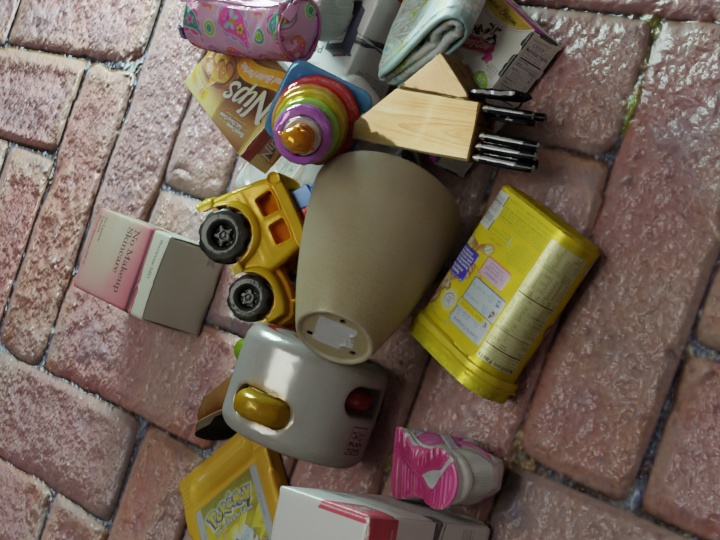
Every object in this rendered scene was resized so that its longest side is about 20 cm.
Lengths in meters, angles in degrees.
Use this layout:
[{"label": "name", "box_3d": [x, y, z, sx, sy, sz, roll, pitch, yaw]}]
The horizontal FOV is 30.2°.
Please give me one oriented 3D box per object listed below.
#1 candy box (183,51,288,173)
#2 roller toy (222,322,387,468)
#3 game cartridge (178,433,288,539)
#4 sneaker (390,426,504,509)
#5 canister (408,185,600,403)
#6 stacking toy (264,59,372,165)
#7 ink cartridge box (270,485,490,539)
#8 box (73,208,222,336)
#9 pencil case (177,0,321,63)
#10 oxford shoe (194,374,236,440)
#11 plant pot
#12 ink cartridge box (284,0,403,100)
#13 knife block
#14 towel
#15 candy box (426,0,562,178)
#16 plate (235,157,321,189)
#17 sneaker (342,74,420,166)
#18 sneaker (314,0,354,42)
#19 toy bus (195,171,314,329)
[{"label": "candy box", "box_3d": [-0.142, -0.229, 1.726, 0.116, 0.055, 0.200, -48, 46, 10]}, {"label": "roller toy", "box_3d": [-0.068, 0.155, 1.593, 0.200, 0.181, 0.141, -155, 84, -77]}, {"label": "game cartridge", "box_3d": [-0.159, 0.321, 1.738, 0.176, 0.032, 0.201, -42, 52, 27]}, {"label": "sneaker", "box_3d": [0.094, 0.224, 1.489, 0.200, 0.087, 0.082, -166, 81, -68]}, {"label": "canister", "box_3d": [0.160, 0.024, 1.485, 0.201, 0.086, 0.149, -57, 45, 12]}, {"label": "stacking toy", "box_3d": [-0.061, -0.163, 1.544, 0.200, 0.115, 0.111, -71, 6, -72]}, {"label": "ink cartridge box", "box_3d": [0.022, 0.294, 1.445, 0.145, 0.199, 0.086, 9, 87, 46]}, {"label": "box", "box_3d": [-0.310, 0.000, 1.943, 0.199, 0.108, 0.129, 19, 89, 47]}, {"label": "pencil case", "box_3d": [-0.141, -0.313, 1.679, 0.199, 0.087, 0.088, 18, 89, 40]}, {"label": "oxford shoe", "box_3d": [-0.151, 0.163, 1.759, 0.199, 0.071, 0.072, -24, 54, 38]}, {"label": "plant pot", "box_3d": [0.000, 0.000, 1.527, 0.186, 0.187, 0.201, -16, 38, 40]}, {"label": "ink cartridge box", "box_3d": [-0.017, -0.306, 1.756, 0.144, 0.084, 0.202, 16, 79, 45]}, {"label": "knife block", "box_3d": [0.112, -0.150, 1.537, 0.199, 0.064, 0.177, -36, 76, 22]}, {"label": "towel", "box_3d": [0.098, -0.321, 1.597, 0.200, 0.048, 0.173, -27, 37, 58]}, {"label": "candy box", "box_3d": [0.134, -0.234, 1.618, 0.201, 0.061, 0.137, -53, 46, 17]}, {"label": "plate", "box_3d": [-0.090, -0.140, 1.829, 0.200, 0.032, 0.201, -52, 47, 18]}, {"label": "sneaker", "box_3d": [0.031, -0.154, 1.647, 0.080, 0.076, 0.202, -26, 86, 54]}, {"label": "sneaker", "box_3d": [-0.028, -0.392, 1.702, 0.082, 0.077, 0.201, 28, 86, 52]}, {"label": "toy bus", "box_3d": [-0.091, -0.031, 1.726, 0.190, 0.136, 0.202, -26, 81, 9]}]
